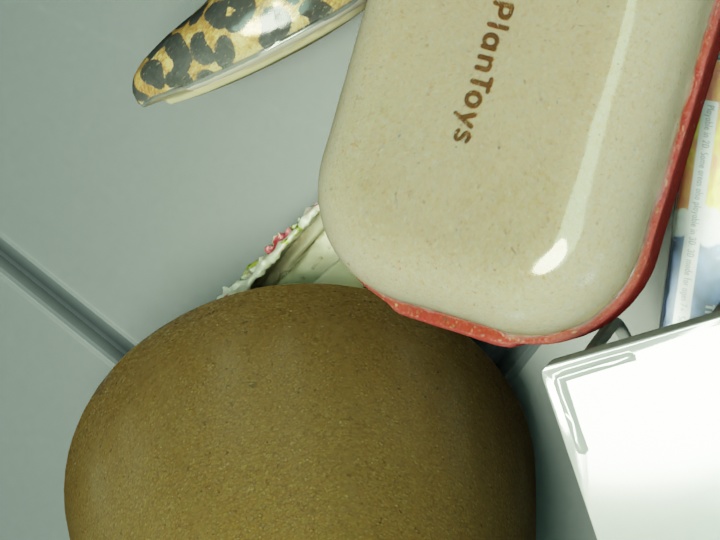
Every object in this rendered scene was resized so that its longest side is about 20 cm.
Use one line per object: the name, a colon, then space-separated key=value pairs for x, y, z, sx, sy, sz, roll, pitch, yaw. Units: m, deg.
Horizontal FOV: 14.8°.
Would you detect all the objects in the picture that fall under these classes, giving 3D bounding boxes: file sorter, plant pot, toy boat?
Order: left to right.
plant pot: x=-0.014 y=0.132 z=1.006 sx=0.186 sy=0.200 sz=0.186 roll=-3 pitch=118 yaw=-5
toy boat: x=0.076 y=-0.070 z=1.019 sx=0.130 sy=0.131 sz=0.200 roll=18 pitch=92 yaw=27
file sorter: x=0.188 y=0.060 z=0.973 sx=0.200 sy=0.125 sz=0.139 roll=-17 pitch=96 yaw=15

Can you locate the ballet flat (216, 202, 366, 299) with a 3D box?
ballet flat: x=0.000 y=0.000 z=1.084 sx=0.076 sy=0.064 sz=0.200 roll=43 pitch=104 yaw=4

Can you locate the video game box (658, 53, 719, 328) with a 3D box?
video game box: x=0.207 y=0.005 z=1.048 sx=0.182 sy=0.047 sz=0.200 roll=8 pitch=100 yaw=9

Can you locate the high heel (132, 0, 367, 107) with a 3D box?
high heel: x=-0.031 y=-0.163 z=1.058 sx=0.200 sy=0.071 sz=0.143 roll=-34 pitch=96 yaw=-1
